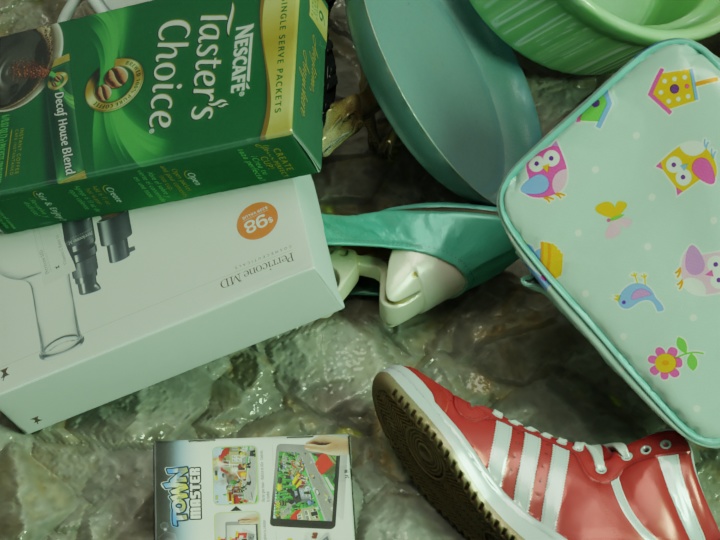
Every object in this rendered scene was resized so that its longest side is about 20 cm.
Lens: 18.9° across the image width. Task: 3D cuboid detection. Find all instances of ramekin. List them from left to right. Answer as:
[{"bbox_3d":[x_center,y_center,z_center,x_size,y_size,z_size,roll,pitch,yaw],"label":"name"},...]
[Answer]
[{"bbox_3d":[0.148,-0.220,1.354,0.200,0.098,0.200,10,70,-28],"label":"ramekin"}]

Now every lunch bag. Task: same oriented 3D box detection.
[{"bbox_3d":[0.175,-0.013,1.149,0.160,0.077,0.200,-42,77,12],"label":"lunch bag"}]

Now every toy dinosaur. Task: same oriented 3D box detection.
[{"bbox_3d":[0.018,-0.140,1.332,0.058,0.101,0.200,-3,55,19],"label":"toy dinosaur"}]

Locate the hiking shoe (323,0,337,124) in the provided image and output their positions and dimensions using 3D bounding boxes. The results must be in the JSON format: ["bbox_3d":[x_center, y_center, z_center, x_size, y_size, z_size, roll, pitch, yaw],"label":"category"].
[{"bbox_3d":[-0.059,-0.130,1.353,0.074,0.087,0.200,25,63,-22],"label":"hiking shoe"}]

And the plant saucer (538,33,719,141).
[{"bbox_3d":[0.193,-0.103,1.291,0.200,0.200,0.032,-36,103,-25],"label":"plant saucer"}]

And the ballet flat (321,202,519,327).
[{"bbox_3d":[0.000,0.000,1.258,0.200,0.067,0.071,2,58,7],"label":"ballet flat"}]

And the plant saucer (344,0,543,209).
[{"bbox_3d":[0.047,-0.121,1.294,0.027,0.200,0.200,-26,49,25],"label":"plant saucer"}]

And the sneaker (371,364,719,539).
[{"bbox_3d":[0.105,0.105,1.175,0.112,0.071,0.200,-37,70,-21],"label":"sneaker"}]

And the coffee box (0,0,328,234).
[{"bbox_3d":[-0.117,-0.096,1.220,0.200,0.044,0.123,-9,56,19],"label":"coffee box"}]

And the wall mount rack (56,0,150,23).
[{"bbox_3d":[-0.117,-0.178,1.324,0.200,0.075,0.174,-43,67,15],"label":"wall mount rack"}]

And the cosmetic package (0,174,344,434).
[{"bbox_3d":[-0.121,-0.012,1.228,0.200,0.052,0.151,-22,55,10],"label":"cosmetic package"}]

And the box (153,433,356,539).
[{"bbox_3d":[-0.054,0.179,1.136,0.110,0.035,0.200,-2,53,-3],"label":"box"}]
